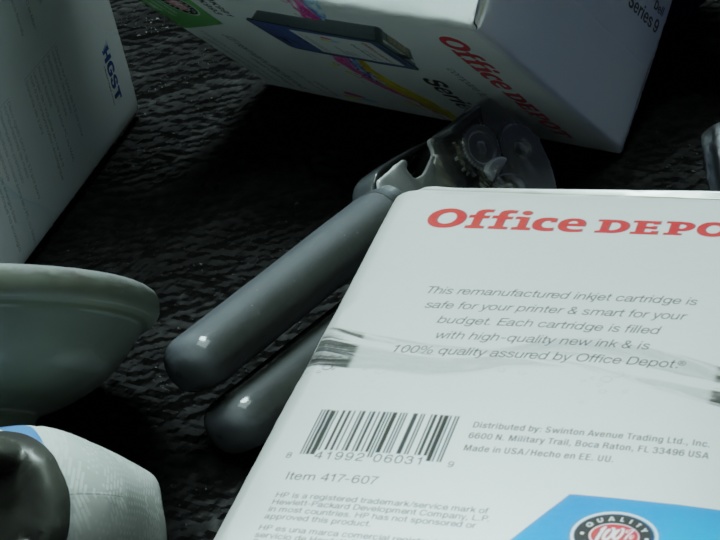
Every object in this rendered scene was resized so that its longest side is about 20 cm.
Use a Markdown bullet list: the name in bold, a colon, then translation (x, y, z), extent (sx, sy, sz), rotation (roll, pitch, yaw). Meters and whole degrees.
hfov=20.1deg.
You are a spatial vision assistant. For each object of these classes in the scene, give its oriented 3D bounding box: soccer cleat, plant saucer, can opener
- **soccer cleat**: translation (-0.154, 0.096, 0.664), extent (0.199, 0.070, 0.086), rotation (-12, -15, 28)
- **plant saucer**: translation (-0.166, 0.040, 0.694), extent (0.199, 0.050, 0.200), rotation (-7, -9, -1)
- **can opener**: translation (0.000, 0.000, 0.777), extent (0.200, 0.053, 0.067), rotation (-38, 9, -34)

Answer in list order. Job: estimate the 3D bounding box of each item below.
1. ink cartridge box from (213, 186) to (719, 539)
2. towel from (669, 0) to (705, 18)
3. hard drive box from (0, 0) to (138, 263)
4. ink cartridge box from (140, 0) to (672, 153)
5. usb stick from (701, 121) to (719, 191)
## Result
- **ink cartridge box**: translation (0.056, 0.062, 0.617), extent (0.145, 0.085, 0.200), rotation (3, 35, 20)
- **towel**: translation (0.073, -0.173, 0.869), extent (0.199, 0.050, 0.148), rotation (20, -7, -3)
- **hard drive box**: translation (-0.180, -0.083, 0.847), extent (0.077, 0.156, 0.200), rotation (1, 34, 21)
- **ink cartridge box**: translation (0.011, -0.125, 0.847), extent (0.199, 0.145, 0.088), rotation (13, 81, 33)
- **usb stick**: translation (0.226, -0.047, 0.745), extent (0.199, 0.033, 0.056), rotation (-10, 67, 17)
